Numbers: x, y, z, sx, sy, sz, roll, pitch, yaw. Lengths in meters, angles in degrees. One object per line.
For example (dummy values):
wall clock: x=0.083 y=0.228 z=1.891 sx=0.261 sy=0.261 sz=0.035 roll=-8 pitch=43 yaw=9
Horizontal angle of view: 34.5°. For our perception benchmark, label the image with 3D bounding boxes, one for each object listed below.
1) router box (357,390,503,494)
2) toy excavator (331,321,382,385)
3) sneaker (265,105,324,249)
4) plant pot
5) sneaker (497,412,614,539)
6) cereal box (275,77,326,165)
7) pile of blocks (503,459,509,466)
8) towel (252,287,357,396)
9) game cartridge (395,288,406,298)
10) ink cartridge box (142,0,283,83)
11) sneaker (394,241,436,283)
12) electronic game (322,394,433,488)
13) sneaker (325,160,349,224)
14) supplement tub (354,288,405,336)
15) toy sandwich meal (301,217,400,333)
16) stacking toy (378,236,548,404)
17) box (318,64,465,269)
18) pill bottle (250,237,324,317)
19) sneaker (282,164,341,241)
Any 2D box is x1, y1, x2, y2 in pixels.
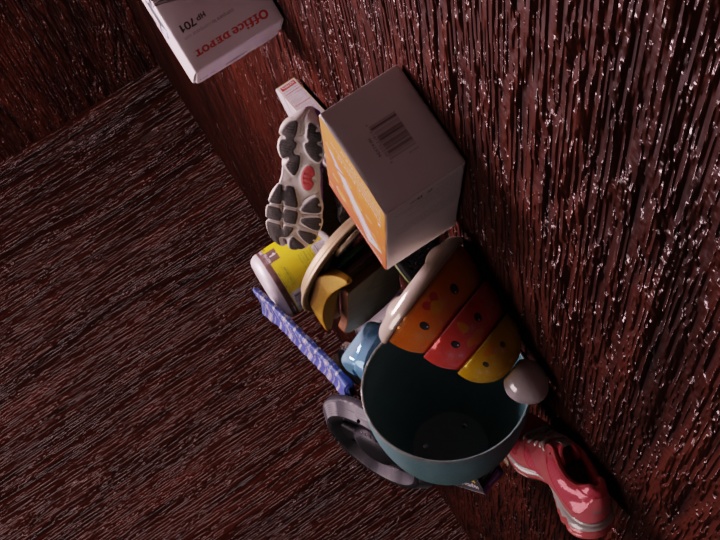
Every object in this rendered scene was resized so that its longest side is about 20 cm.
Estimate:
router box: x=0.099 y=0.233 z=1.668 sx=0.199 sy=0.051 sz=0.150 roll=5 pitch=130 yaw=56
toy excavator: x=0.017 y=0.125 z=1.626 sx=0.199 sy=0.100 sz=0.195 roll=29 pitch=163 yaw=35
sneaker: x=-0.075 y=-0.123 z=1.563 sx=0.084 sy=0.079 sz=0.203 roll=-64 pitch=-13 yaw=-64
plant pot: x=0.105 y=0.175 z=1.383 sx=0.201 sy=0.198 sz=0.136 roll=52 pitch=163 yaw=37
sneaker: x=0.233 y=0.216 z=1.361 sx=0.200 sy=0.073 sz=0.088 roll=48 pitch=153 yaw=45
cereal box: x=-0.045 y=-0.173 z=1.670 sx=0.200 sy=0.039 sz=0.145 roll=50 pitch=171 yaw=46
pile of blocks: x=0.172 y=0.189 z=1.633 sx=0.200 sy=0.062 sz=0.083 roll=39 pitch=159 yaw=45
towel: x=-0.081 y=0.112 z=1.689 sx=0.200 sy=0.024 sz=0.145 roll=44 pitch=171 yaw=11
game cartridge: x=0.109 y=0.080 z=1.529 sx=0.133 sy=0.042 sz=0.200 roll=44 pitch=178 yaw=-4
ink cartridge box: x=-0.214 y=-0.377 z=1.549 sx=0.202 sy=0.145 sz=0.086 roll=58 pitch=171 yaw=-3
sneaker: x=0.042 y=-0.053 z=1.449 sx=0.202 sy=0.071 sz=0.083 roll=62 pitch=173 yaw=-26
electronic game: x=0.027 y=0.251 z=1.693 sx=0.198 sy=0.042 sz=0.201 roll=31 pitch=155 yaw=16
sneaker: x=-0.007 y=-0.131 z=1.536 sx=0.201 sy=0.074 sz=0.080 roll=89 pitch=162 yaw=-63
supplement tub: x=0.085 y=0.139 z=1.763 sx=0.202 sy=0.121 sz=0.122 roll=61 pitch=172 yaw=-17
toy sandwich meal: x=0.000 y=0.000 z=1.529 sx=0.070 sy=0.205 sz=0.206 roll=42 pitch=169 yaw=16
stacking toy: x=0.132 y=0.073 z=1.295 sx=0.199 sy=0.147 sz=0.146 roll=38 pitch=171 yaw=5
box: x=0.032 y=-0.101 z=1.206 sx=0.125 sy=0.097 sz=0.200 roll=56 pitch=173 yaw=14
pill bottle: x=-0.061 y=-0.025 z=1.762 sx=0.110 sy=0.198 sz=0.109 roll=55 pitch=173 yaw=11
sneaker: x=-0.050 y=-0.079 z=1.654 sx=0.201 sy=0.072 sz=0.085 roll=56 pitch=171 yaw=-10
